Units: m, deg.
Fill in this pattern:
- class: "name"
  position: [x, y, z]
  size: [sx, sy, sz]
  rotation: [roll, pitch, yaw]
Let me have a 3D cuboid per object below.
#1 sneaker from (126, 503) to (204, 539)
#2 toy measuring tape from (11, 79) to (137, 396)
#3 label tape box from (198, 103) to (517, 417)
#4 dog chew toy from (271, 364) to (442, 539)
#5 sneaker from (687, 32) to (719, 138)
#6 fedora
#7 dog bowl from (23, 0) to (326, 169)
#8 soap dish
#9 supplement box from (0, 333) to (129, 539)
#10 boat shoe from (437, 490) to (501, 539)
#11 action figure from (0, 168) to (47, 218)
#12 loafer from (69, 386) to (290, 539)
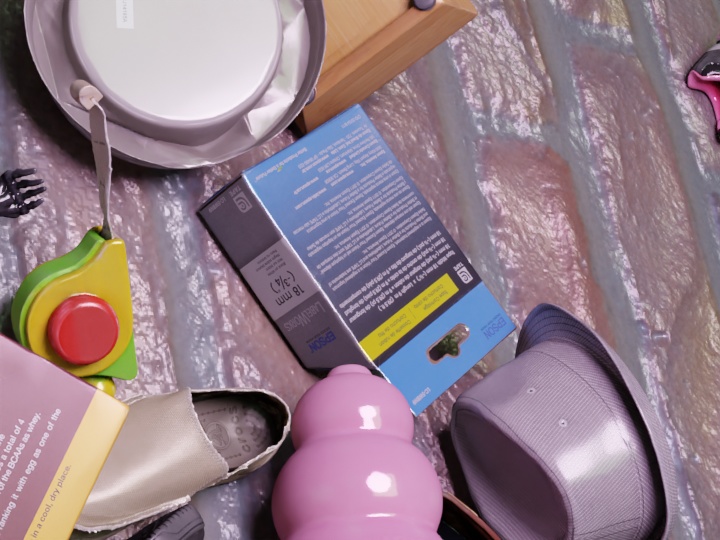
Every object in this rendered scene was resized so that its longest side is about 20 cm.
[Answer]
- class: "sneaker"
  position: [-0.133, 0.227, 0.890]
  size: [0.104, 0.060, 0.200]
  rotation: [52, 48, -5]
- class: "toy measuring tape"
  position: [-0.175, -0.008, 0.944]
  size: [0.073, 0.073, 0.201]
  rotation: [-23, 116, -45]
- class: "label tape box"
  position: [0.000, 0.000, 1.126]
  size: [0.200, 0.063, 0.144]
  rotation: [55, 44, 0]
- class: "dog chew toy"
  position: [-0.001, 0.155, 0.989]
  size: [0.124, 0.124, 0.201]
  rotation: [14, 60, -34]
- class: "sneaker"
  position: [0.386, -0.136, 1.541]
  size: [0.095, 0.079, 0.200]
  rotation: [-37, 91, -24]
- class: "fedora"
  position: [0.125, 0.125, 1.093]
  size: [0.090, 0.177, 0.200]
  rotation: [-15, 47, -25]
- class: "dog bowl"
  position: [-0.126, -0.159, 1.069]
  size: [0.199, 0.059, 0.201]
  rotation: [4, 78, -16]
- class: "soap dish"
  position: [-0.035, -0.221, 1.159]
  size: [0.200, 0.157, 0.081]
  rotation: [55, 8, -2]
- class: "supplement box"
  position: [-0.256, 0.108, 0.761]
  size: [0.200, 0.133, 0.198]
  rotation: [33, 67, -22]
- class: "boat shoe"
  position: [0.091, 0.224, 1.071]
  size: [0.200, 0.070, 0.071]
  rotation: [43, 42, -15]
- class: "action figure"
  position: [-0.270, -0.028, 0.889]
  size: [0.119, 0.102, 0.200]
  rotation: [52, 41, -6]
- class: "loafer"
  position: [-0.121, 0.105, 0.959]
  size: [0.200, 0.068, 0.076]
  rotation: [-18, 76, -46]
